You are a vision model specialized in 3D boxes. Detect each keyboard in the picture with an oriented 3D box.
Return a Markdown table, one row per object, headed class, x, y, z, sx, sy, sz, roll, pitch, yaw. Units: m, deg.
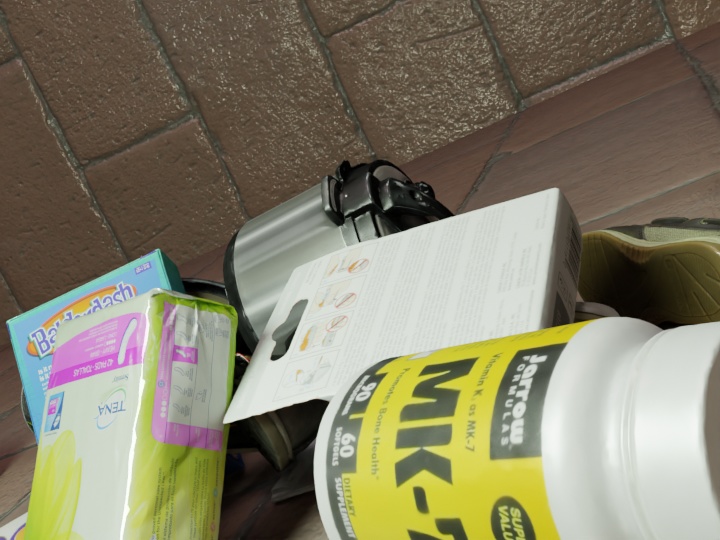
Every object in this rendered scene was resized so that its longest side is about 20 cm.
| class | x | y | z | sx | sy | sz | roll | pitch | yaw |
| --- | --- | --- | --- | --- | --- | --- | --- | --- | --- |
| keyboard | -0.010 | 0.122 | 0.808 | 0.056 | 0.011 | 0.200 | -16 | 12 | 23 |

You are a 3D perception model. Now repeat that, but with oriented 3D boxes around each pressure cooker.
| class | x | y | z | sx | sy | sz | roll | pitch | yaw |
| --- | --- | --- | --- | --- | --- | --- | --- | --- | --- |
| pressure cooker | -0.001 | -0.003 | 0.923 | 0.200 | 0.179 | 0.176 | -25 | 1 | 22 |

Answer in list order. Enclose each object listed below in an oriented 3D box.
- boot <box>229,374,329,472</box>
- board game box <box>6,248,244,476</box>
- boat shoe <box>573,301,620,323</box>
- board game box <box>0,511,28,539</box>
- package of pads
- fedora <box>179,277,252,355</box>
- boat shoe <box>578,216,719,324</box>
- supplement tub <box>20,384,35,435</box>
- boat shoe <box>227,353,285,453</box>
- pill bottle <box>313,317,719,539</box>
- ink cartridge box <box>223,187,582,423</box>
| class | x | y | z | sx | sy | sz | roll | pitch | yaw |
| --- | --- | --- | --- | --- | --- | --- | --- | --- | --- |
| boot | -0.003 | 0.050 | 0.724 | 0.200 | 0.073 | 0.182 | -38 | -7 | -10 |
| board game box | -0.200 | 0.102 | 0.871 | 0.152 | 0.201 | 0.045 | -24 | -25 | 4 |
| boat shoe | 0.087 | 0.059 | 0.683 | 0.200 | 0.075 | 0.068 | -21 | 16 | 34 |
| board game box | -0.213 | 0.202 | 0.741 | 0.200 | 0.030 | 0.095 | -32 | 38 | -19 |
| package of pads | -0.145 | 0.120 | 0.643 | 0.068 | 0.201 | 0.154 | 16 | -21 | -36 |
| fedora | -0.165 | 0.102 | 0.972 | 0.200 | 0.201 | 0.092 | -23 | 43 | 17 |
| boat shoe | 0.214 | 0.000 | 0.713 | 0.065 | 0.073 | 0.200 | -17 | 10 | -17 |
| supplement tub | -0.300 | 0.141 | 1.128 | 0.122 | 0.123 | 0.200 | -30 | 11 | -24 |
| boat shoe | -0.100 | 0.098 | 0.796 | 0.201 | 0.063 | 0.074 | -10 | 45 | -29 |
| pill bottle | 0.082 | 0.082 | 0.441 | 0.200 | 0.115 | 0.114 | -17 | 13 | 47 |
| ink cartridge box | 0.030 | 0.033 | 0.629 | 0.199 | 0.047 | 0.160 | -17 | 30 | 26 |
